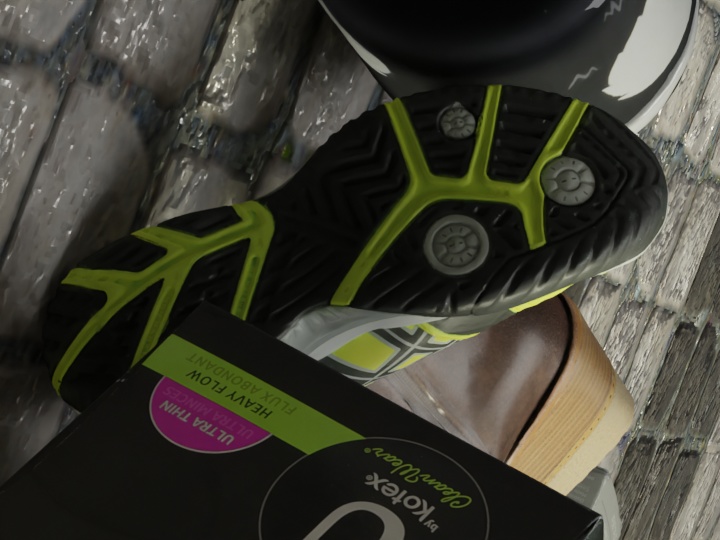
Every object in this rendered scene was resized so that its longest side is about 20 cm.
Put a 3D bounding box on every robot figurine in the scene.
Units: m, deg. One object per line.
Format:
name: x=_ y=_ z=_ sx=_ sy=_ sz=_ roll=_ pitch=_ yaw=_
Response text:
robot figurine: x=0.052 y=-0.108 z=0.860 sx=0.150 sy=0.125 sz=0.200 roll=-49 pitch=159 yaw=-2

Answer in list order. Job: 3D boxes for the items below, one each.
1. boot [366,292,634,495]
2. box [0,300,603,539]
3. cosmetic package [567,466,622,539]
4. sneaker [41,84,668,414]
boot: x=-0.006 y=0.072 z=0.911 sx=0.166 sy=0.072 sz=0.200 roll=39 pitch=89 yaw=-36
box: x=-0.021 y=0.140 z=0.732 sx=0.124 sy=0.148 sz=0.200 roll=-44 pitch=146 yaw=-33
cosmetic package: x=0.049 y=0.185 z=1.227 sx=0.107 sy=0.090 sz=0.200 roll=67 pitch=45 yaw=-68
sneaker: x=0.000 y=0.000 z=0.799 sx=0.076 sy=0.200 sz=0.076 roll=64 pitch=10 yaw=-68
